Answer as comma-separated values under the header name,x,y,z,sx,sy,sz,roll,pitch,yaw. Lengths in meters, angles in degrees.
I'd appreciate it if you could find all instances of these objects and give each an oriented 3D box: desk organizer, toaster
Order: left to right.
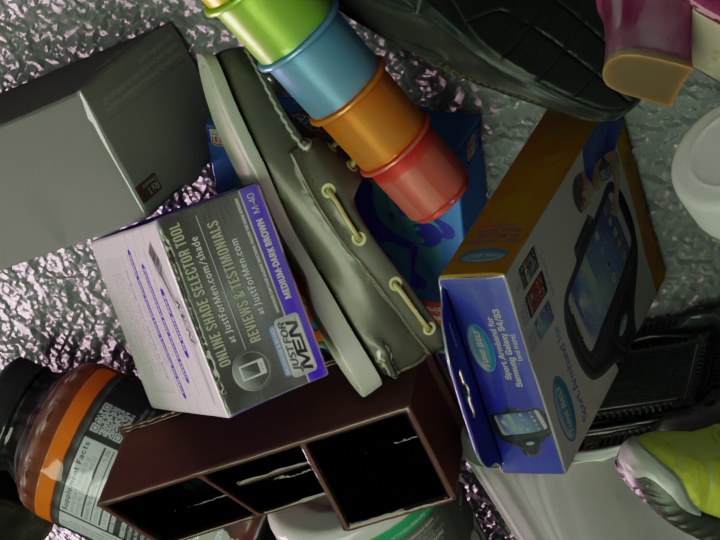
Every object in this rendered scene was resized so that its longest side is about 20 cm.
name,x,y,z,sx,sy,sz,roll,pitch,yaw
desk organizer,-0.043,0.109,1.173,0.199,0.077,0.072,-19,115,18
toaster,0.162,0.104,1.142,0.199,0.114,0.129,-11,122,25

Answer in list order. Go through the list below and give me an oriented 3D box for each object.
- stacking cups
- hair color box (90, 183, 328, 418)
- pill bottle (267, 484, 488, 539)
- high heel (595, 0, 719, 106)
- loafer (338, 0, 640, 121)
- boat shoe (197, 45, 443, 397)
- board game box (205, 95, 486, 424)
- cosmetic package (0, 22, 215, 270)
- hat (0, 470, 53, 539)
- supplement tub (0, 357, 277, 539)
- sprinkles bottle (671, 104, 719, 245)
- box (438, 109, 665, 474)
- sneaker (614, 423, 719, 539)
name,x,y,z,sx,sy,sz,roll,pitch,yaw
stacking cups,-0.017,-0.110,1.053,0.060,0.061,0.200,-28,117,37
hair color box,-0.088,0.019,1.147,0.110,0.065,0.200,70,165,-4
pill bottle,0.032,0.197,1.266,0.113,0.113,0.200,-8,124,30
high heel,0.209,-0.109,1.018,0.199,0.096,0.067,12,145,-6
loafer,0.056,-0.133,1.058,0.200,0.073,0.072,34,159,10
boat shoe,-0.022,-0.034,1.106,0.060,0.072,0.202,-28,96,-5
board game box,0.000,0.000,1.188,0.151,0.045,0.201,7,126,22
cosmetic package,-0.186,-0.061,1.192,0.199,0.107,0.090,-21,107,33
hat,-0.255,0.152,1.354,0.201,0.201,0.081,44,108,-9
supplement tub,-0.142,0.125,1.308,0.199,0.107,0.107,24,130,10
sprinkles bottle,0.224,-0.001,1.019,0.068,0.068,0.200,-12,139,32
box,0.098,0.010,1.044,0.041,0.200,0.119,-4,122,28
sneaker,0.214,0.097,1.034,0.199,0.075,0.077,10,112,-30
